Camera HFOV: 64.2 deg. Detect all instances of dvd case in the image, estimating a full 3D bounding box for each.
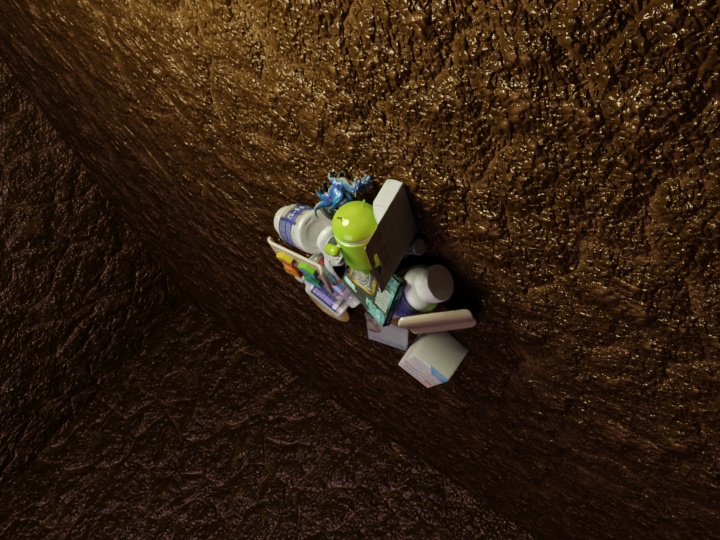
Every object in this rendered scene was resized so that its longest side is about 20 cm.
[{"bbox_3d":[0.084,0.194,1.814,0.142,0.018,0.200,16,155,12],"label":"dvd case"}]

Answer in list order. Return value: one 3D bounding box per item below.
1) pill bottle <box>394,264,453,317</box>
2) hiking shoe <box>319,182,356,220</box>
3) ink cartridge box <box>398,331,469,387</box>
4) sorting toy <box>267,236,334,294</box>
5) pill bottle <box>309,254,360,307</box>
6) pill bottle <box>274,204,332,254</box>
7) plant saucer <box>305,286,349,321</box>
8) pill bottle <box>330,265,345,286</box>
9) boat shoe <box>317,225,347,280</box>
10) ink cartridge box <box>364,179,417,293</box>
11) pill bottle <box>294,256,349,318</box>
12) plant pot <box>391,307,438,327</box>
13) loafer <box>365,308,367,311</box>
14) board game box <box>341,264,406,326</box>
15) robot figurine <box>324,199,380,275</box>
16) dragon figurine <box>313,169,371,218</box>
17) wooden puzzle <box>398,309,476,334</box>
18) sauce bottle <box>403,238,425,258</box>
[{"bbox_3d":[0.137,0.050,1.469,0.120,0.120,0.199,47,147,-18],"label":"pill bottle"},{"bbox_3d":[-0.029,-0.142,1.457,0.199,0.076,0.101,34,160,15],"label":"hiking shoe"},{"bbox_3d":[0.219,0.270,1.780,0.128,0.125,0.200,38,157,1],"label":"ink cartridge box"},{"bbox_3d":[-0.174,-0.007,1.665,0.199,0.037,0.185,30,165,18],"label":"sorting toy"},{"bbox_3d":[-0.069,0.019,1.778,0.200,0.109,0.109,43,157,-11],"label":"pill bottle"},{"bbox_3d":[-0.164,-0.123,1.612,0.200,0.120,0.120,23,154,56],"label":"pill bottle"},{"bbox_3d":[-0.112,0.108,2.105,0.199,0.036,0.201,32,157,16],"label":"plant saucer"},{"bbox_3d":[0.000,0.000,1.634,0.199,0.109,0.109,9,143,51],"label":"pill bottle"},{"bbox_3d":[-0.066,-0.040,1.521,0.069,0.072,0.201,47,157,26],"label":"boat shoe"},{"bbox_3d":[0.056,-0.076,1.287,0.050,0.201,0.161,15,148,30],"label":"ink cartridge box"},{"bbox_3d":[-0.112,0.051,1.889,0.200,0.120,0.120,39,158,0],"label":"pill bottle"},{"bbox_3d":[0.118,0.100,1.664,0.200,0.093,0.201,32,155,16],"label":"plant pot"},{"bbox_3d":[0.072,0.150,1.848,0.068,0.076,0.201,23,152,47],"label":"loafer"},{"bbox_3d":[0.029,0.030,1.472,0.200,0.028,0.136,46,130,38],"label":"board game box"},{"bbox_3d":[0.001,-0.080,1.355,0.116,0.175,0.201,48,167,37],"label":"robot figurine"},{"bbox_3d":[-0.055,-0.171,1.376,0.200,0.059,0.100,-49,59,31],"label":"dragon figurine"},{"bbox_3d":[0.202,0.128,1.481,0.183,0.038,0.200,-9,166,13],"label":"wooden puzzle"},{"bbox_3d":[0.086,-0.057,1.452,0.199,0.065,0.065,5,140,55],"label":"sauce bottle"}]
